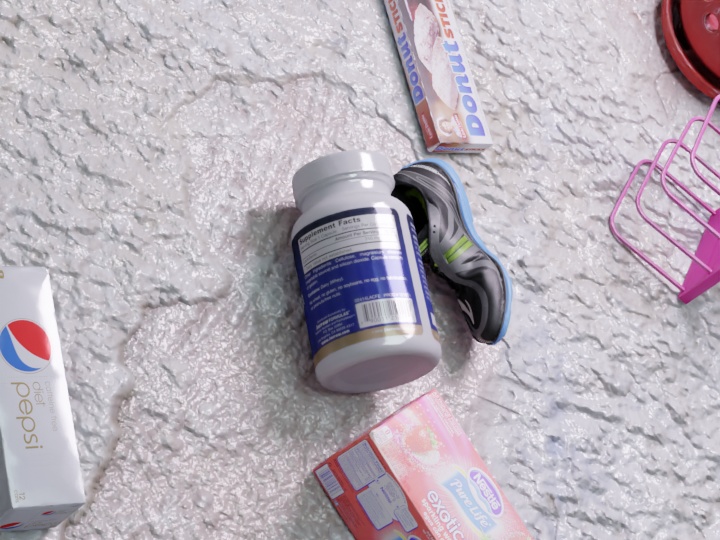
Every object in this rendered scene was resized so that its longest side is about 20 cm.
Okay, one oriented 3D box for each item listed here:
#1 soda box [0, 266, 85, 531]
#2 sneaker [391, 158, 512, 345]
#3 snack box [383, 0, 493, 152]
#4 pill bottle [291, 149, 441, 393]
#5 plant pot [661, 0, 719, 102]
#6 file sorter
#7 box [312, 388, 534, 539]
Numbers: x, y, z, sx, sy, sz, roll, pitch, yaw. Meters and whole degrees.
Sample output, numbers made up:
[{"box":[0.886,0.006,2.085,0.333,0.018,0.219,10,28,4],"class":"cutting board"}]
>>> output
[{"box":[-0.271,0.100,1.381,0.063,0.068,0.201,0,67,-34],"class":"soda box"},{"box":[0.082,-0.014,1.684,0.082,0.071,0.200,-14,70,-33],"class":"sneaker"},{"box":[0.077,-0.215,1.809,0.072,0.024,0.201,-2,67,-36],"class":"snack box"},{"box":[0.000,0.000,1.586,0.115,0.116,0.201,3,65,-33],"class":"pill bottle"},{"box":[0.455,-0.296,2.003,0.199,0.182,0.202,16,58,-27],"class":"plant pot"},{"box":[0.374,-0.090,1.833,0.125,0.200,0.139,38,51,-8],"class":"file sorter"},{"box":[0.065,0.220,1.524,0.094,0.103,0.201,-30,84,-40],"class":"box"}]
